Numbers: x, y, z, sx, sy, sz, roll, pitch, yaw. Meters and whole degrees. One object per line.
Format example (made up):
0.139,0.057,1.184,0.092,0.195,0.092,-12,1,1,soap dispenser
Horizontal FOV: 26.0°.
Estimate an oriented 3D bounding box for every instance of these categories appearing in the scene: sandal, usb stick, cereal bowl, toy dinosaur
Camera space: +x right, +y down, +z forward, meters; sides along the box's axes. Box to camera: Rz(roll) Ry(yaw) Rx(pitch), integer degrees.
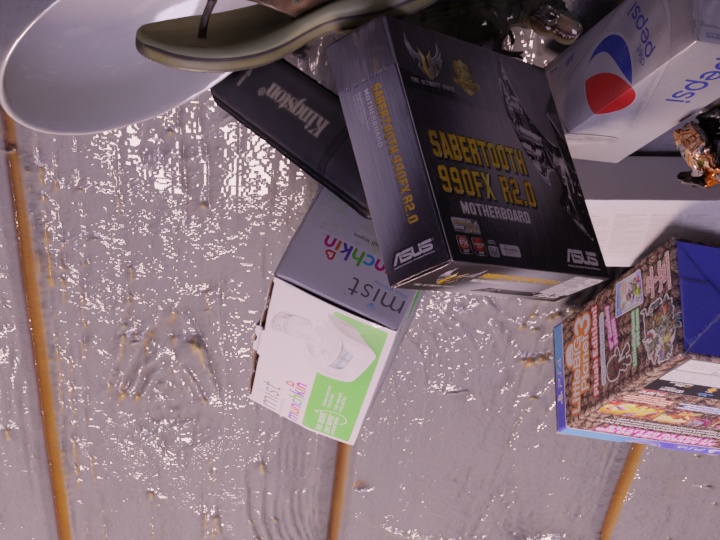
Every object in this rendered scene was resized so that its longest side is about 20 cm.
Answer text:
-0.044,-0.171,0.957,0.200,0.080,0.057,-18,118,-8,sandal
-0.034,-0.097,1.049,0.033,0.200,0.056,29,98,-50,usb stick
-0.153,-0.177,1.002,0.200,0.083,0.200,-26,162,-9,cereal bowl
0.057,-0.154,1.090,0.199,0.048,0.088,-3,136,11,toy dinosaur
0.293,-0.101,1.098,0.136,0.200,0.102,-39,86,29,toy dinosaur

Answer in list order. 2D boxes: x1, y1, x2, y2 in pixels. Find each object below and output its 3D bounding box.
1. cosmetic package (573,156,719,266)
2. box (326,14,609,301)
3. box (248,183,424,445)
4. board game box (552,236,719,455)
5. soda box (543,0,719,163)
0.178,-0.047,1.204,0.199,0.051,0.083,1,143,-1,cosmetic package
0.073,-0.065,0.988,0.048,0.159,0.200,-23,163,32,box
0.000,0.000,1.126,0.097,0.177,0.200,24,150,3,box
0.270,0.067,1.253,0.159,0.097,0.200,10,154,-19,board game box
0.191,-0.135,1.033,0.068,0.064,0.200,5,162,-22,soda box
